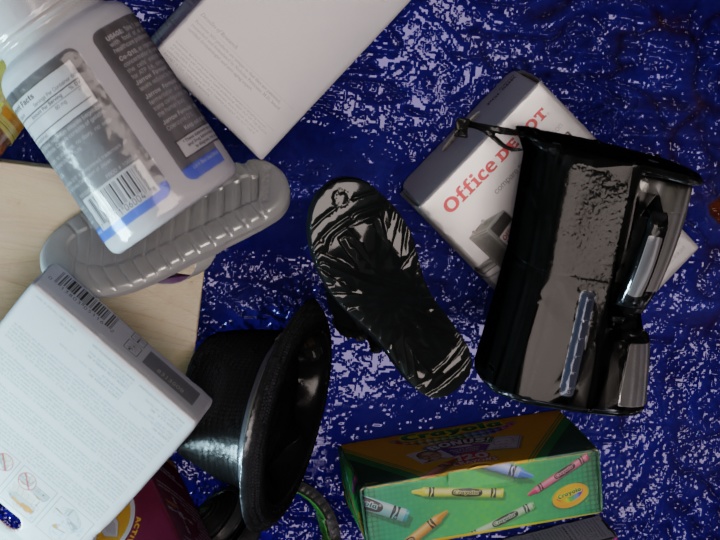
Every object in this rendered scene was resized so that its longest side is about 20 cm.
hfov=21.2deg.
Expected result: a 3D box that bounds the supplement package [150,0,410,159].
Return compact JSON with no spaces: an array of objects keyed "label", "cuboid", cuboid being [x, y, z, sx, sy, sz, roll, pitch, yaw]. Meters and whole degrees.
[{"label":"supplement package","cuboid":[-0.056,-0.205,1.493,0.120,0.121,0.200,43,93,-13]}]

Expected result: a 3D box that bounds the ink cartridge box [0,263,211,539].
[{"label":"ink cartridge box","cuboid":[-0.233,0.119,1.461,0.160,0.047,0.200,41,115,-4]}]

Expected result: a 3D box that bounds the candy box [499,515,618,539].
[{"label":"candy box","cuboid":[0.132,0.305,1.657,0.198,0.061,0.137,-13,104,-6]}]

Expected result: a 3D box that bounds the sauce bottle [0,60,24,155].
[{"label":"sauce bottle","cuboid":[-0.247,-0.181,1.476,0.066,0.066,0.201,36,77,-14]}]

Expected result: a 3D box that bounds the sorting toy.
[{"label":"sorting toy","cuboid":[-0.229,0.015,1.536,0.198,0.070,0.200,6,100,-11]}]

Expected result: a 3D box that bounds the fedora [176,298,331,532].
[{"label":"fedora","cuboid":[-0.091,0.108,1.530,0.091,0.201,0.202,11,100,13]}]

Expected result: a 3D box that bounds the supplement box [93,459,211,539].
[{"label":"supplement box","cuboid":[-0.174,0.239,1.516,0.110,0.200,0.086,-35,143,4]}]

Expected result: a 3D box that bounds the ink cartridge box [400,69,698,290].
[{"label":"ink cartridge box","cuboid":[0.154,-0.043,1.579,0.200,0.083,0.147,43,93,-15]}]

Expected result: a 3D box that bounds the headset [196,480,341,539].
[{"label":"headset","cuboid":[-0.116,0.243,1.611,0.199,0.094,0.124,-19,105,-21]}]

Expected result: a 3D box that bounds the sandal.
[{"label":"sandal","cuboid":[-0.146,-0.021,1.478,0.201,0.083,0.050,-18,146,2]}]

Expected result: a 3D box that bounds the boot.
[{"label":"boot","cuboid":[0.000,0.000,1.514,0.076,0.168,0.201,-37,113,-7]}]

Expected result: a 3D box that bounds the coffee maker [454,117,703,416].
[{"label":"coffee maker","cuboid":[0.151,-0.002,1.492,0.191,0.135,0.202,16,100,12]}]

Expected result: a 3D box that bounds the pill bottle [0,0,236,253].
[{"label":"pill bottle","cuboid":[-0.190,-0.124,1.400,0.113,0.114,0.201,-34,94,-1]}]

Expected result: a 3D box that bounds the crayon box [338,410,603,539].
[{"label":"crayon box","cuboid":[0.090,0.173,1.594,0.198,0.119,0.059,-9,103,-8]}]
